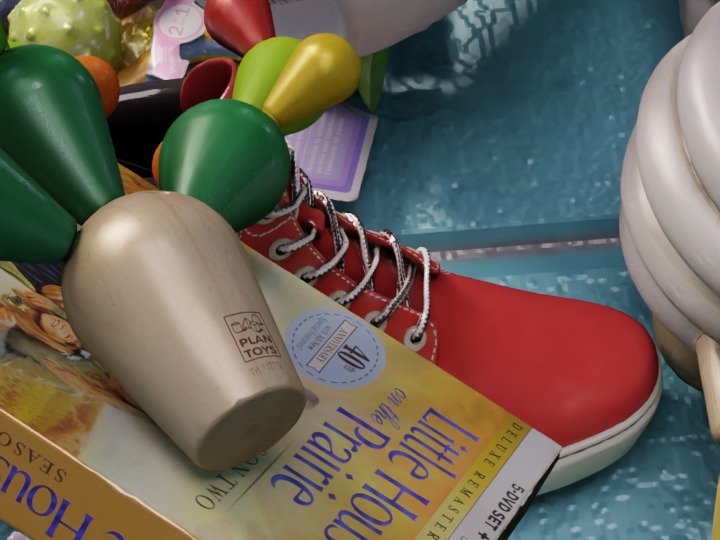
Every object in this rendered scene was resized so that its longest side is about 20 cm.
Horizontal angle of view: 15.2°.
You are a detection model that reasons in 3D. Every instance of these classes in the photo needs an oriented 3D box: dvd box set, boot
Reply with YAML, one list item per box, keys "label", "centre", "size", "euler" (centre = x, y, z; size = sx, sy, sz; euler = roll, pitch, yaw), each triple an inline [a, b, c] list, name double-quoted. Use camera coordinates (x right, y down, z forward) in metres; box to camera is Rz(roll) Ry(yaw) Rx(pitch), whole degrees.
- label: "dvd box set"
  centre: [-0.055, 0.027, 0.689]
  size: [0.200, 0.029, 0.146]
  euler: [33, 26, 8]
- label: "boot"
  centre: [0.000, 0.000, 0.813]
  size: [0.199, 0.144, 0.073]
  euler: [2, 45, -5]

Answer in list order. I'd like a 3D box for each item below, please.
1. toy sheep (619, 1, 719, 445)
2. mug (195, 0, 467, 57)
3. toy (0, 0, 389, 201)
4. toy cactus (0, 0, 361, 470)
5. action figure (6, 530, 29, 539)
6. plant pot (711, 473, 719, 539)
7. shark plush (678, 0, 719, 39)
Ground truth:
- label: "toy sheep"
  centre: [0.144, -0.028, 0.812]
  size: [0.138, 0.200, 0.138]
  euler: [15, 50, -18]
- label: "mug"
  centre: [0.026, -0.157, 0.856]
  size: [0.200, 0.148, 0.176]
  euler: [12, 60, 49]
- label: "toy"
  centre: [-0.087, -0.093, 0.932]
  size: [0.199, 0.047, 0.115]
  euler: [11, 55, 5]
- label: "toy cactus"
  centre: [-0.061, -0.029, 0.663]
  size: [0.200, 0.102, 0.165]
  euler: [5, 43, -54]
- label: "action figure"
  centre: [-0.030, 0.106, 0.771]
  size: [0.149, 0.134, 0.200]
  euler: [-5, 22, -44]
- label: "plant pot"
  centre: [0.170, 0.122, 0.727]
  size: [0.200, 0.201, 0.189]
  euler: [0, 40, -2]
- label: "shark plush"
  centre: [0.151, -0.102, 0.921]
  size: [0.083, 0.091, 0.200]
  euler: [-2, 59, 1]
